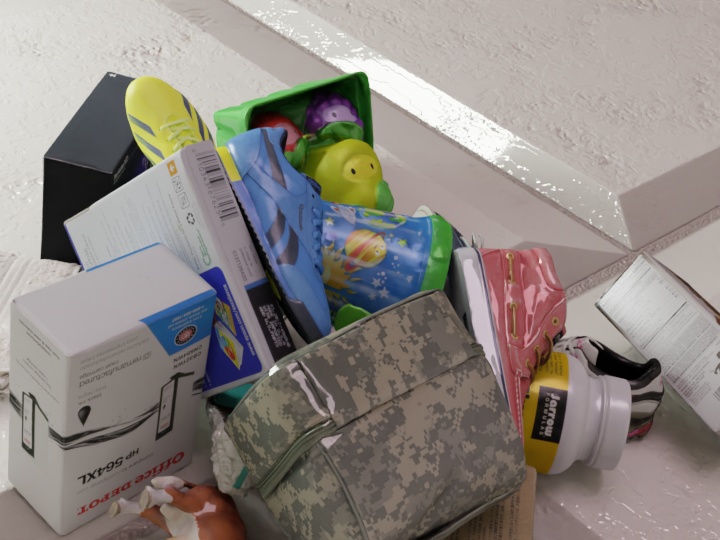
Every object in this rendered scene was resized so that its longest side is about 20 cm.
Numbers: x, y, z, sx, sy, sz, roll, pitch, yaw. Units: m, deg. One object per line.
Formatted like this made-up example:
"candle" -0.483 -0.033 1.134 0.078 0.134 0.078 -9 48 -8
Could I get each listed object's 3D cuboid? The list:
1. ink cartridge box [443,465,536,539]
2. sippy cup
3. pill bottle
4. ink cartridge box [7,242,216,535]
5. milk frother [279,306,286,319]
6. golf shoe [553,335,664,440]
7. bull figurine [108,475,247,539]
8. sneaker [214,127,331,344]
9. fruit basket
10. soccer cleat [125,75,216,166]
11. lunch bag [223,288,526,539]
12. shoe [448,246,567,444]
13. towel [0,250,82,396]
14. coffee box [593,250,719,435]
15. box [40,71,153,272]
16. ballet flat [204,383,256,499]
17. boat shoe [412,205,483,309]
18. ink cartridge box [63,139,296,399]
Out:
"ink cartridge box" 0.053 0.233 0.978 0.164 0.075 0.200 11 36 4
"sippy cup" 0.000 0.000 1.106 0.130 0.141 0.178 17 -7 -10
"pill bottle" 0.141 0.124 1.119 0.199 0.113 0.113 10 35 1
"ink cartridge box" -0.205 0.097 0.997 0.084 0.201 0.146 36 43 29
"milk frother" -0.156 -0.010 1.229 0.188 0.180 0.200 49 7 -4
"golf shoe" 0.200 0.092 1.199 0.199 0.093 0.073 16 37 11
"bull figurine" -0.117 0.232 0.932 0.121 0.065 0.200 25 16 -33
"sneaker" -0.055 -0.035 1.022 0.078 0.066 0.201 -21 70 -11
"fruit basket" -0.046 -0.138 1.427 0.214 0.156 0.216 -4 23 2
"soccer cleat" -0.148 -0.087 1.083 0.064 0.201 0.084 -26 1 -11
"lunch bag" 0.018 0.135 0.925 0.199 0.139 0.168 -22 70 -38
"shoe" 0.136 0.071 1.042 0.090 0.072 0.201 -3 67 -11
"towel" -0.361 0.042 1.178 0.132 0.035 0.200 11 35 1
"coffee box" 0.341 0.082 1.218 0.113 0.080 0.200 28 18 -43
"box" -0.274 -0.104 1.311 0.078 0.142 0.200 11 36 3
"ballet flat" -0.108 0.146 1.054 0.071 0.072 0.200 6 6 -5
"boat shoe" 0.090 -0.002 1.181 0.061 0.075 0.200 14 20 -19
"ink cartridge box" -0.159 0.013 1.058 0.047 0.200 0.199 -24 92 -42
